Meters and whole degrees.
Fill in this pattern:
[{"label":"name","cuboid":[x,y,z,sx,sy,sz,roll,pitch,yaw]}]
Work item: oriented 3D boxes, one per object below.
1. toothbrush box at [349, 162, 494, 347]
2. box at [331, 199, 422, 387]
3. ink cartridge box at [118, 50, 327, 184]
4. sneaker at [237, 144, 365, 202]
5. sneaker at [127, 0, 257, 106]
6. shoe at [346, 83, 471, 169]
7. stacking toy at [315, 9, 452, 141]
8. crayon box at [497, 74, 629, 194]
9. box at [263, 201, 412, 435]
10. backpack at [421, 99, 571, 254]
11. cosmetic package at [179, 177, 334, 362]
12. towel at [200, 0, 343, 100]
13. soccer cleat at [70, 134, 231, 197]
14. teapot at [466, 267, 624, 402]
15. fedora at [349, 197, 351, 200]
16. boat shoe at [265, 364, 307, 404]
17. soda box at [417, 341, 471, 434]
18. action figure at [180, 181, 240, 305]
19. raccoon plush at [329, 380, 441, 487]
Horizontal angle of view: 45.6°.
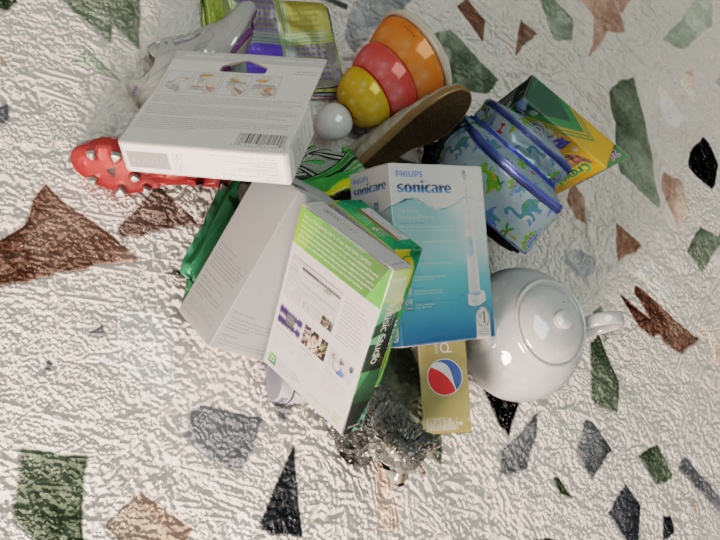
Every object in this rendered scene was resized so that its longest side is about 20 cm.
[{"label":"toothbrush box","cuboid":[0.072,-0.017,0.998,0.144,0.085,0.205,-4,89,-35]},{"label":"box","cuboid":[-0.007,0.039,0.947,0.048,0.204,0.117,-4,33,-40]},{"label":"ink cartridge box","cuboid":[-0.147,-0.177,0.969,0.195,0.045,0.178,6,47,13]},{"label":"sneaker","cuboid":[-0.073,-0.109,1.071,0.197,0.078,0.086,-11,61,-43]},{"label":"sneaker","cuboid":[-0.206,-0.274,1.065,0.099,0.075,0.201,38,73,-2]},{"label":"shoe","cuboid":[0.058,-0.191,1.145,0.070,0.198,0.054,37,24,-51]},{"label":"stacking toy","cuboid":[0.014,-0.246,1.169,0.199,0.146,0.147,-37,94,-18]},{"label":"crayon box","cuboid":[0.287,-0.189,1.286,0.198,0.125,0.052,34,62,-15]},{"label":"box","cuboid":[-0.030,0.049,0.909,0.036,0.204,0.144,-12,38,-44]},{"label":"backpack","cuboid":[0.191,-0.132,1.155,0.182,0.148,0.201,36,18,-14]},{"label":"cosmetic package","cuboid":[-0.104,-0.006,0.973,0.112,0.081,0.202,25,98,-49]},{"label":"towel","cuboid":[-0.117,-0.306,1.165,0.196,0.023,0.147,-3,78,-29]},{"label":"soccer cleat","cuboid":[-0.241,-0.137,1.021,0.195,0.070,0.086,-1,42,-8]},{"label":"teapot","cuboid":[0.240,0.080,1.170,0.197,0.146,0.201,44,59,-10]},{"label":"fedora","cuboid":[0.000,0.000,1.084,0.200,0.080,0.206,26,61,-59]},{"label":"boat shoe","cuboid":[-0.075,0.062,1.057,0.064,0.073,0.205,11,80,-30]},{"label":"soda box","cuboid":[0.105,0.104,1.102,0.062,0.068,0.205,-3,88,5]},{"label":"action figure","cuboid":[-0.162,-0.034,1.041,0.117,0.054,0.202,38,57,-15]},{"label":"raccoon plush","cuboid":[0.017,0.158,1.033,0.095,0.134,0.204,-21,85,-30]}]
